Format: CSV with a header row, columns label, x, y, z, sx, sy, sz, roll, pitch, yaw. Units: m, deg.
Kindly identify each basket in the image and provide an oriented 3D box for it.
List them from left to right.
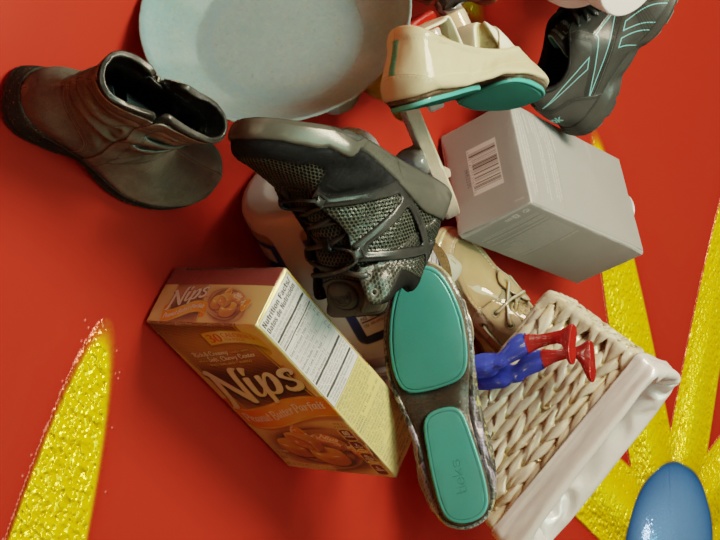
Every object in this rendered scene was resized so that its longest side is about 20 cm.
label,x,y,z,sx,sy,sz,roll,pitch,yaw
basket,0.163,0.128,1.399,0.201,0.123,0.135,-53,160,7

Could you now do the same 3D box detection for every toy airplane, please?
label,x,y,z,sx,sy,sz,roll,pitch,yaw
toy airplane,0.019,-0.161,1.284,0.199,0.140,0.202,48,28,-46

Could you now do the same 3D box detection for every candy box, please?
label,x,y,z,sx,sy,sz,roll,pitch,yaw
candy box,-0.055,0.077,1.218,0.200,0.114,0.056,50,54,-38

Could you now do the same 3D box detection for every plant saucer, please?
label,x,y,z,sx,sy,sz,roll,pitch,yaw
plant saucer,-0.060,-0.178,1.176,0.039,0.199,0.202,80,31,-59

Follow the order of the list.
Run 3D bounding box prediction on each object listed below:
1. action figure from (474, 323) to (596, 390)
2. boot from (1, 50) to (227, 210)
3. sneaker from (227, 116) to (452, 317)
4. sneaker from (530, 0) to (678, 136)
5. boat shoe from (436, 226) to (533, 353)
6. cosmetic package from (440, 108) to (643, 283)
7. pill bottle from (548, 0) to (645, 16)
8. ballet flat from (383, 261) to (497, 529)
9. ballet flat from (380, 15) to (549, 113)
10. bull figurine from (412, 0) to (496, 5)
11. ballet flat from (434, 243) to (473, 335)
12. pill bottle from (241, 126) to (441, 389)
label,x,y,z,sx,sy,sz,roll,pitch,yaw
action figure,0.089,0.109,1.323,0.065,0.198,0.100,39,49,-49
boot,-0.137,-0.090,1.107,0.199,0.130,0.069,23,73,-48
sneaker,-0.018,-0.034,1.127,0.199,0.076,0.116,26,74,-46
sneaker,0.215,-0.217,1.431,0.079,0.075,0.202,21,101,-31
boat shoe,0.127,0.034,1.475,0.201,0.064,0.073,55,51,-35
cosmetic package,0.169,-0.068,1.489,0.199,0.090,0.108,24,49,-49
pill bottle,0.164,-0.296,1.393,0.112,0.199,0.114,-26,134,-30
ballet flat,0.059,0.095,1.234,0.072,0.071,0.203,-8,86,-49
ballet flat,0.076,-0.150,1.165,0.199,0.069,0.070,-10,98,-59
bull figurine,0.065,-0.317,1.353,0.065,0.120,0.203,-27,111,-47
ballet flat,0.065,0.033,1.398,0.072,0.067,0.202,-37,121,-40
pill bottle,0.000,0.000,1.281,0.120,0.119,0.201,-53,129,-35
